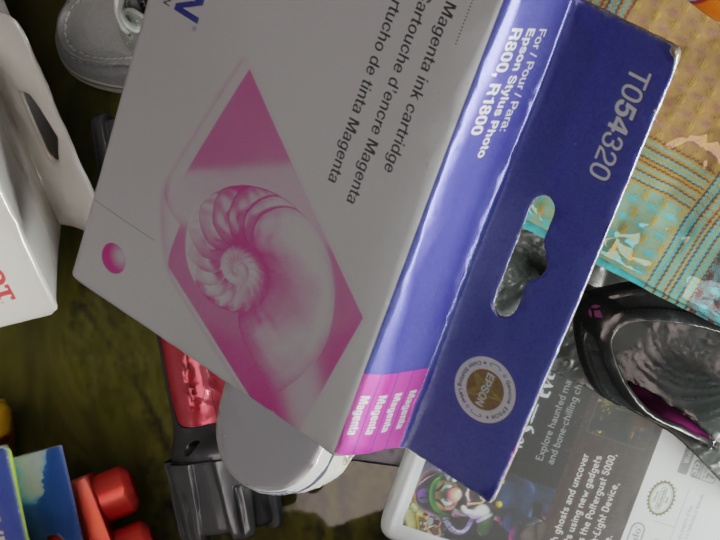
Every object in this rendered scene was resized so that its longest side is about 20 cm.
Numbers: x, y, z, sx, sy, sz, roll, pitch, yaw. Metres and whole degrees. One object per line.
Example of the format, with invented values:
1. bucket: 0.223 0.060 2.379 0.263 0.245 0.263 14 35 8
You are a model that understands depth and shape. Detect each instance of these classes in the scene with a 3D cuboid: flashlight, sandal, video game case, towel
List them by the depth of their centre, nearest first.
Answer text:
1. towel: 0.097 -0.072 0.673 0.199 0.022 0.147 27 119 0
2. sandal: 0.138 0.039 0.735 0.200 0.048 0.076 36 96 -8
3. video game case: 0.125 0.049 0.772 0.181 0.023 0.201 19 98 -6
4. flashlight: -0.075 0.023 0.817 0.068 0.068 0.202 -10 90 33

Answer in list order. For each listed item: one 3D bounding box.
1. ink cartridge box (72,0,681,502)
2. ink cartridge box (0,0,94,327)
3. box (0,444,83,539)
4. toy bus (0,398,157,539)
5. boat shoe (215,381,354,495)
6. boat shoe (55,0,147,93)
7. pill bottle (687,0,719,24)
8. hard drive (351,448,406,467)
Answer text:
1. ink cartridge box: -0.006 -0.037 0.668 0.199 0.043 0.197 31 116 24
2. ink cartridge box: -0.221 -0.048 0.785 0.198 0.126 0.129 -14 128 4
3. box: -0.210 0.151 0.747 0.199 0.048 0.123 -13 82 -13
4. toy bus: -0.198 0.123 0.834 0.191 0.136 0.201 -25 87 1
5. boat shoe: 0.000 0.000 0.757 0.070 0.070 0.201 16 89 23
6. boat shoe: -0.070 -0.124 0.777 0.200 0.071 0.071 -6 81 34
7. pill bottle: 0.083 -0.177 0.571 0.199 0.113 0.113 36 102 -7
8. hard drive: 0.030 -0.012 0.804 0.134 0.042 0.202 6 97 12
